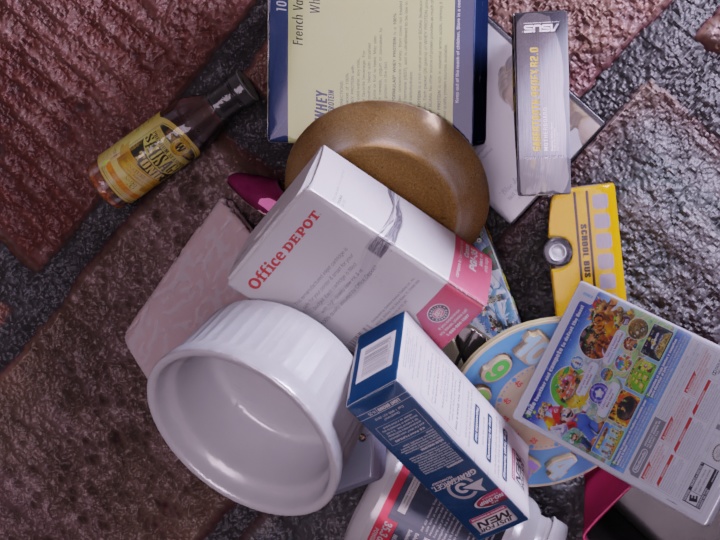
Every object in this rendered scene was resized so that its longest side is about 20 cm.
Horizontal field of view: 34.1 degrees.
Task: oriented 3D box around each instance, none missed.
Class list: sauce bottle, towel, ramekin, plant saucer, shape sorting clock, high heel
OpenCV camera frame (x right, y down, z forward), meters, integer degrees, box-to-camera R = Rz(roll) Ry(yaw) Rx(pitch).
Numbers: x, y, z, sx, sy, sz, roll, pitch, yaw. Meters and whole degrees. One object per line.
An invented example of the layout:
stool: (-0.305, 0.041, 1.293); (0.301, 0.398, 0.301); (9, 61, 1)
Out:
sauce bottle: (-0.201, -0.144, 1.262); (0.200, 0.066, 0.066); (-35, 88, 14)
towel: (-0.157, 0.050, 1.244); (0.200, 0.032, 0.191); (-52, 49, 11)
ramekin: (-0.089, 0.123, 1.090); (0.200, 0.098, 0.201); (17, 133, 20)
plant saucer: (0.021, -0.065, 1.116); (0.200, 0.035, 0.201); (6, 127, 8)
shape sorting clock: (0.182, 0.133, 1.148); (0.199, 0.039, 0.201); (-5, 117, -9)
high heel: (-0.036, -0.086, 1.234); (0.200, 0.067, 0.096); (22, 107, -5)

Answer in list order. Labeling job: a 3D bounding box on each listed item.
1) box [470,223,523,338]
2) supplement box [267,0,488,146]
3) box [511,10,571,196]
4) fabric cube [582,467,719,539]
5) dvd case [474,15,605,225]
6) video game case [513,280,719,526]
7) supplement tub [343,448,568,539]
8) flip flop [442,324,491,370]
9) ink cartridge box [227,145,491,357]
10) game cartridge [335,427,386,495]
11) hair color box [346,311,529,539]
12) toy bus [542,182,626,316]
box: (0.090, 0.040, 1.213); (0.137, 0.040, 0.200); (-19, 105, 12)
supplement box: (0.020, -0.223, 1.154); (0.199, 0.134, 0.201); (2, 97, 11)
box: (0.167, -0.152, 1.099); (0.048, 0.200, 0.159); (-1, 96, 8)
fabric cube: (0.345, 0.226, 1.120); (0.196, 0.199, 0.200); (43, 102, 4)
dvd case: (0.133, -0.166, 1.216); (0.200, 0.018, 0.143); (43, 103, 5)
video game case: (0.250, 0.113, 1.039); (0.200, 0.018, 0.143); (28, 94, 32)
supplement tub: (0.096, 0.271, 1.205); (0.200, 0.140, 0.141); (26, 100, 8)
flip flop: (0.139, 0.118, 1.187); (0.200, 0.058, 0.081); (35, 106, -24)
ink cartridge box: (0.000, 0.000, 1.093); (0.200, 0.083, 0.147); (34, 126, -13)
game cartridge: (-0.045, 0.130, 1.192); (0.133, 0.040, 0.200); (-24, 69, 25)
hair color box: (0.075, 0.143, 1.069); (0.060, 0.100, 0.200); (-31, 116, 26)
toy bus: (0.228, 0.015, 1.191); (0.078, 0.065, 0.201); (-6, 94, 10)
